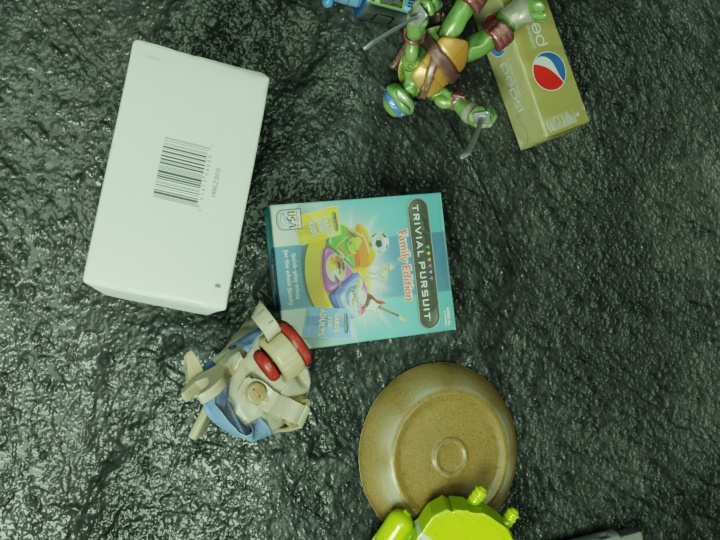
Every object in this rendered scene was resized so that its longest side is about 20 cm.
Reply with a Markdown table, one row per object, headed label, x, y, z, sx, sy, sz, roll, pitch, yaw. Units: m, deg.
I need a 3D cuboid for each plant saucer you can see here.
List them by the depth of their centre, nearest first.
| label | x | y | z | sx | sy | sz | roll | pitch | yaw |
| --- | --- | --- | --- | --- | --- | --- | --- | --- | --- |
| plant saucer | 0.095 | 0.207 | 0.854 | 0.195 | 0.035 | 0.206 | 1 | 86 | -16 |

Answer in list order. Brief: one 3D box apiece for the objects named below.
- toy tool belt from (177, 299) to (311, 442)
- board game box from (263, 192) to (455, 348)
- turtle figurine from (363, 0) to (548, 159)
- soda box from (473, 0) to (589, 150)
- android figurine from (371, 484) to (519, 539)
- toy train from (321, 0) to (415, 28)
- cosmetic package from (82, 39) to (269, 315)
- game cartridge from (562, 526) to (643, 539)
| label | x | y | z | sx | sy | sz | roll | pitch | yaw |
| --- | --- | --- | --- | --- | --- | --- | --- | --- | --- |
| toy tool belt | -0.112 | 0.116 | 0.717 | 0.122 | 0.200 | 0.126 | -39 | 88 | -17 |
| board game box | 0.000 | 0.000 | 0.836 | 0.195 | 0.047 | 0.155 | -6 | 88 | -16 |
| turtle figurine | 0.112 | -0.227 | 0.793 | 0.144 | 0.200 | 0.194 | 43 | 92 | -1 |
| soda box | 0.196 | -0.253 | 0.901 | 0.063 | 0.068 | 0.205 | -20 | 91 | -17 |
| android figurine | 0.092 | 0.324 | 0.815 | 0.180 | 0.041 | 0.202 | 32 | 96 | -10 |
| toy train | -0.013 | -0.344 | 0.840 | 0.195 | 0.087 | 0.117 | 9 | 89 | -16 |
| cosmetic package | -0.171 | -0.070 | 0.711 | 0.120 | 0.200 | 0.205 | 12 | 82 | -12 |
| game cartridge | 0.247 | 0.382 | 0.888 | 0.195 | 0.038 | 0.133 | -7 | 84 | -16 |
